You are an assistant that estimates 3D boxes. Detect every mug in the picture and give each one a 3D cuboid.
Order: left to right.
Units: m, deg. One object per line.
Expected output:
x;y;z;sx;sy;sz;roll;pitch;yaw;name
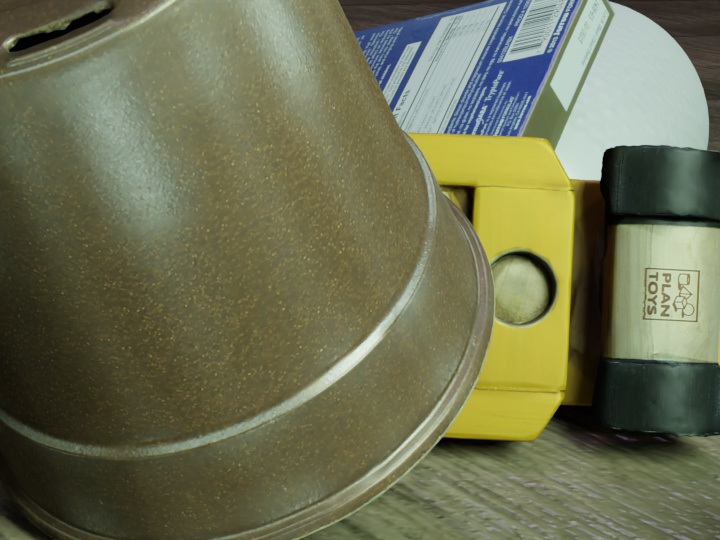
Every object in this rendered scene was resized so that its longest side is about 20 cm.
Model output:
0.125;-0.038;1.003;0.199;0.148;0.175;31;32;5;mug

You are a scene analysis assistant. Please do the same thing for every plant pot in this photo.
-0.074;-0.039;0.631;0.199;0.199;0.201;-12;43;12;plant pot

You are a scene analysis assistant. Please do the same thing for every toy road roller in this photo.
0.070;0.010;0.818;0.199;0.124;0.146;3;-2;-1;toy road roller

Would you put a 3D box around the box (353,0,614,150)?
0.024;-0.083;0.947;0.199;0.032;0.122;-6;44;39;box
